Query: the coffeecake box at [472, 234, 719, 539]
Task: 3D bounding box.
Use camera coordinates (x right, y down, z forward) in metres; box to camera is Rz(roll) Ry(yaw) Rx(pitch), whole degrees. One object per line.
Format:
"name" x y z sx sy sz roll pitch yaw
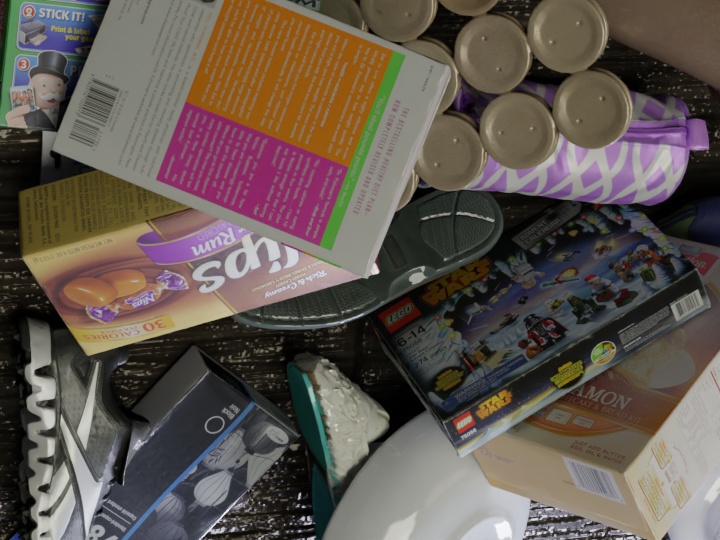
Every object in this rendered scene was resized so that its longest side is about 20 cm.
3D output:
"coffeecake box" 0.188 0.072 1.589 0.200 0.153 0.073 -48 130 -25

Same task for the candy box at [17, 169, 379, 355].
"candy box" -0.098 -0.023 1.444 0.199 0.057 0.117 -14 143 7

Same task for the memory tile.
"memory tile" 0.062 -0.128 1.448 0.199 0.017 0.154 -16 102 24

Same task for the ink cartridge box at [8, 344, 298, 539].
"ink cartridge box" -0.145 0.153 1.603 0.200 0.039 0.099 -47 127 8

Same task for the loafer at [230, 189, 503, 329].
"loafer" 0.000 0.000 1.561 0.199 0.072 0.063 -17 167 -13

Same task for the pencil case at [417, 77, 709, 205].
"pencil case" 0.125 -0.091 1.548 0.199 0.084 0.085 3 157 -28

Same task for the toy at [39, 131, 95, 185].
"toy" -0.101 -0.072 1.481 0.199 0.047 0.116 -5 119 -23

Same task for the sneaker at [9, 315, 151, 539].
"sneaker" -0.181 0.126 1.526 0.090 0.066 0.201 -3 104 -15

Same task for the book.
"book" -0.064 -0.093 1.355 0.199 0.048 0.134 23 91 6

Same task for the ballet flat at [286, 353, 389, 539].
"ballet flat" -0.009 0.125 1.634 0.071 0.072 0.201 -19 133 -13

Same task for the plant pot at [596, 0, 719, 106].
"plant pot" 0.209 -0.205 1.470 0.173 0.201 0.201 10 115 -11

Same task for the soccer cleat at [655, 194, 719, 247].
"soccer cleat" 0.271 0.020 1.711 0.083 0.065 0.201 -12 134 19

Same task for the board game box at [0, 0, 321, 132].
"board game box" -0.121 -0.146 1.410 0.199 0.029 0.136 4 97 -25

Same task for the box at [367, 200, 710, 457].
"box" 0.119 0.028 1.586 0.199 0.137 0.040 -31 127 -5

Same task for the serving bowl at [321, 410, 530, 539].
"serving bowl" 0.057 0.195 1.656 0.200 0.066 0.201 -31 137 -34

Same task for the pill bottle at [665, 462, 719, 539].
"pill bottle" 0.259 0.146 1.682 0.119 0.200 0.120 -11 123 -18
